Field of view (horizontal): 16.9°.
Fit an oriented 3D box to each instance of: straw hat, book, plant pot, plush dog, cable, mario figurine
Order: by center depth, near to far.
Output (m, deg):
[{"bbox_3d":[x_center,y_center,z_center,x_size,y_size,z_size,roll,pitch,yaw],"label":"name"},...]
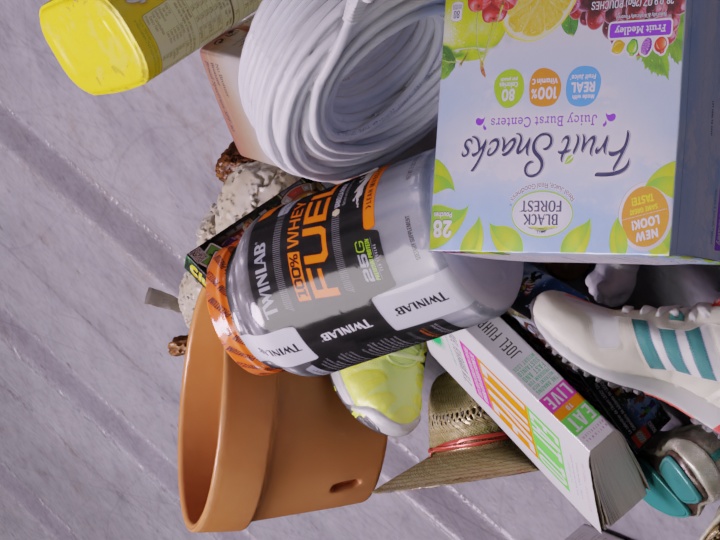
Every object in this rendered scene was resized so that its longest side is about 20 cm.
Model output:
[{"bbox_3d":[0.008,-0.147,1.590,0.069,0.200,0.200,50,117,25],"label":"cable"},{"bbox_3d":[0.139,-0.046,1.596,0.123,0.106,0.200,18,163,-7],"label":"mario figurine"},{"bbox_3d":[0.115,0.081,1.718,0.200,0.048,0.134,45,169,29],"label":"book"},{"bbox_3d":[0.092,0.116,1.854,0.201,0.201,0.085,-17,81,64],"label":"straw hat"},{"bbox_3d":[-0.060,0.111,1.905,0.200,0.140,0.201,-174,90,-76],"label":"plant pot"},{"bbox_3d":[-0.084,-0.016,2.010,0.200,0.160,0.172,41,128,27],"label":"plush dog"}]

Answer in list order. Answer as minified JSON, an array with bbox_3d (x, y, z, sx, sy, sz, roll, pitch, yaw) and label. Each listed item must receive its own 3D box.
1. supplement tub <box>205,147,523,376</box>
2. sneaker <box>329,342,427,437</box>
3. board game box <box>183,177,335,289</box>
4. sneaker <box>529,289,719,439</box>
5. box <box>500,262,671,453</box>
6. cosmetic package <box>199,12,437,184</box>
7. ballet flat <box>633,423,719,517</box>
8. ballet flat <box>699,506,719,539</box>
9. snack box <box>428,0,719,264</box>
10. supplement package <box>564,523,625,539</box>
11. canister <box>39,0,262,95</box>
[{"bbox_3d":[0.000,0.000,1.652,0.200,0.123,0.123,-20,107,30],"label":"supplement tub"},{"bbox_3d":[0.021,0.029,1.840,0.076,0.075,0.201,-43,44,50],"label":"sneaker"},{"bbox_3d":[-0.023,-0.023,1.801,0.105,0.200,0.023,45,151,17],"label":"board game box"},{"bbox_3d":[0.212,0.042,1.578,0.199,0.070,0.094,27,106,8],"label":"sneaker"},{"bbox_3d":[0.124,0.041,1.743,0.137,0.038,0.200,53,169,-34],"label":"box"},{"bbox_3d":[-0.020,-0.128,1.796,0.200,0.087,0.104,17,135,52],"label":"cosmetic package"},{"bbox_3d":[0.237,0.137,1.710,0.068,0.062,0.200,53,172,0],"label":"ballet flat"},{"bbox_3d":[0.285,0.171,1.655,0.067,0.062,0.200,45,153,10],"label":"ballet flat"},{"bbox_3d":[0.136,-0.089,1.468,0.200,0.068,0.169,3,88,48],"label":"snack box"},{"bbox_3d":[0.217,0.301,1.883,0.200,0.121,0.120,18,138,52],"label":"supplement package"},{"bbox_3d":[-0.117,-0.210,1.729,0.148,0.200,0.087,-3,120,61],"label":"canister"}]
